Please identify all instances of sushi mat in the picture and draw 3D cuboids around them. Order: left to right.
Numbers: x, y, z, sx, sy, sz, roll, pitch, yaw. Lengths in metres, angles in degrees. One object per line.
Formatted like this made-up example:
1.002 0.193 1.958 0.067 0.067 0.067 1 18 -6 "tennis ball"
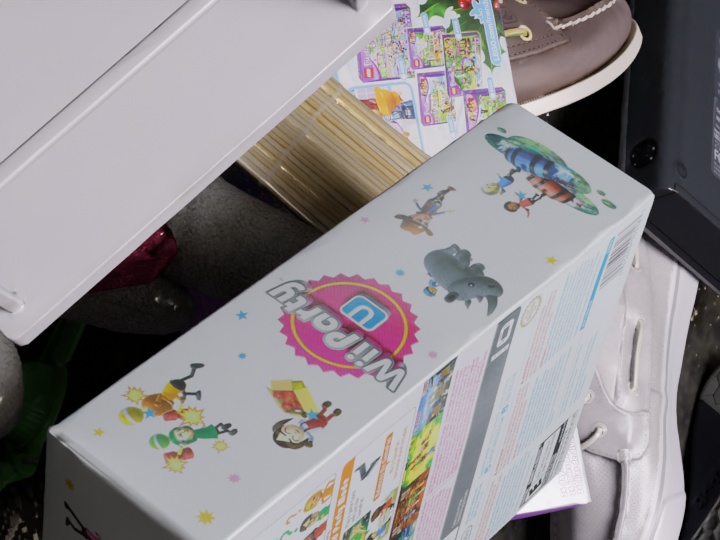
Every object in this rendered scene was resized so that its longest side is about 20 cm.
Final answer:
-0.051 -0.076 0.767 0.200 0.012 0.096 41 31 -7 "sushi mat"

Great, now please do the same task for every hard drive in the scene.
0.174 -0.086 1.040 0.139 0.033 0.201 36 50 -38 "hard drive"

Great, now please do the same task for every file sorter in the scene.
-0.109 -0.105 0.563 0.139 0.125 0.200 -41 84 -3 "file sorter"

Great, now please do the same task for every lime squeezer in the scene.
-0.138 0.046 0.787 0.071 0.038 0.200 48 53 5 "lime squeezer"

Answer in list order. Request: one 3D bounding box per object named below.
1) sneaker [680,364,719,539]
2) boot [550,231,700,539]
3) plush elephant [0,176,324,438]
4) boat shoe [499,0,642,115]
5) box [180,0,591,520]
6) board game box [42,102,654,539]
0.215 0.160 1.088 0.146 0.077 0.203 30 69 -37 "sneaker"
0.091 0.054 0.983 0.095 0.073 0.201 21 67 -36 "boot"
-0.123 -0.012 0.690 0.155 0.200 0.165 -53 152 -27 "plush elephant"
0.042 -0.089 0.928 0.200 0.072 0.060 -28 112 -34 "boat shoe"
0.000 0.000 0.827 0.136 0.039 0.201 -7 82 -20 "box"
-0.006 0.058 0.685 0.200 0.064 0.148 -38 153 -36 "board game box"
